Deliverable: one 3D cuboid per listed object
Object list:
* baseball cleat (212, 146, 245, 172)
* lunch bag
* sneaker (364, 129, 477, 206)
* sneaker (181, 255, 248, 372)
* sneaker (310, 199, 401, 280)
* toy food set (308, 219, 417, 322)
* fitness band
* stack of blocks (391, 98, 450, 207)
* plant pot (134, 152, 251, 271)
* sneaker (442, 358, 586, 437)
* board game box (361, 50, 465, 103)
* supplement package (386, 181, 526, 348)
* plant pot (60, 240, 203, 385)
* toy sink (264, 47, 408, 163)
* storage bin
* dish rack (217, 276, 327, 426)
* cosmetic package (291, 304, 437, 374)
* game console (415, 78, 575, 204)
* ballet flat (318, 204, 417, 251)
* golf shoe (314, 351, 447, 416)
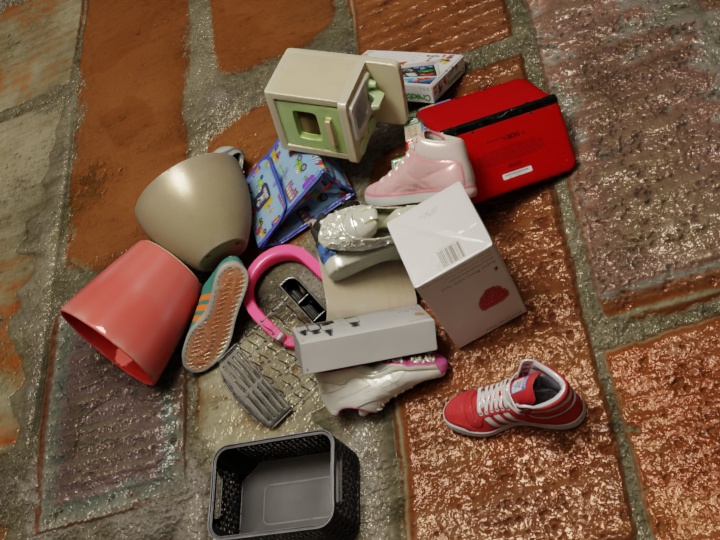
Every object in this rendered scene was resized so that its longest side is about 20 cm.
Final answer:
[{"bbox_3d":[-0.284,-0.147,1.628,0.201,0.070,0.106,-54,28,-9],"label":"baseball cleat"},{"bbox_3d":[-0.129,-0.137,1.562,0.199,0.094,0.152,-41,51,17],"label":"lunch bag"},{"bbox_3d":[0.083,-0.154,1.345,0.198,0.075,0.107,-1,105,42],"label":"sneaker"},{"bbox_3d":[-0.239,0.070,1.493,0.203,0.070,0.080,-64,17,10],"label":"sneaker"},{"bbox_3d":[0.020,-0.067,1.371,0.197,0.077,0.113,-20,70,-18],"label":"sneaker"},{"bbox_3d":[0.000,0.000,1.405,0.141,0.061,0.203,-2,54,-14],"label":"toy food set"},{"bbox_3d":[-0.113,0.041,1.473,0.144,0.037,0.200,-47,55,-4],"label":"fitness band"},{"bbox_3d":[0.112,-0.167,1.461,0.113,0.059,0.203,-15,58,18],"label":"stack of blocks"},{"bbox_3d":[-0.261,-0.079,1.513,0.199,0.200,0.136,-33,72,6],"label":"plant pot"},{"bbox_3d":[0.193,0.171,1.201,0.196,0.113,0.072,-8,59,22],"label":"sneaker"},{"bbox_3d":[0.067,-0.338,1.561,0.197,0.035,0.126,12,41,31],"label":"board game box"},{"bbox_3d":[0.139,-0.002,1.269,0.120,0.200,0.121,-29,54,8],"label":"supplement package"},{"bbox_3d":[-0.369,0.061,1.505,0.198,0.201,0.178,22,66,33],"label":"plant pot"},{"bbox_3d":[-0.036,-0.259,1.442,0.196,0.131,0.113,11,57,18],"label":"toy sink"},{"bbox_3d":[-0.108,0.317,1.283,0.197,0.094,0.137,-12,58,19],"label":"storage bin"},{"bbox_3d":[-0.120,0.131,1.385,0.200,0.055,0.154,-44,77,-1],"label":"dish rack"},{"bbox_3d":[0.005,0.097,1.302,0.196,0.052,0.083,-10,17,-11],"label":"cosmetic package"},{"bbox_3d":[0.210,-0.205,1.413,0.197,0.119,0.175,-19,91,-8],"label":"game console"},{"bbox_3d":[0.036,-0.072,1.298,0.196,0.072,0.073,-5,57,-10],"label":"ballet flat"},{"bbox_3d":[0.032,0.163,1.322,0.196,0.075,0.093,-5,103,6],"label":"golf shoe"}]
